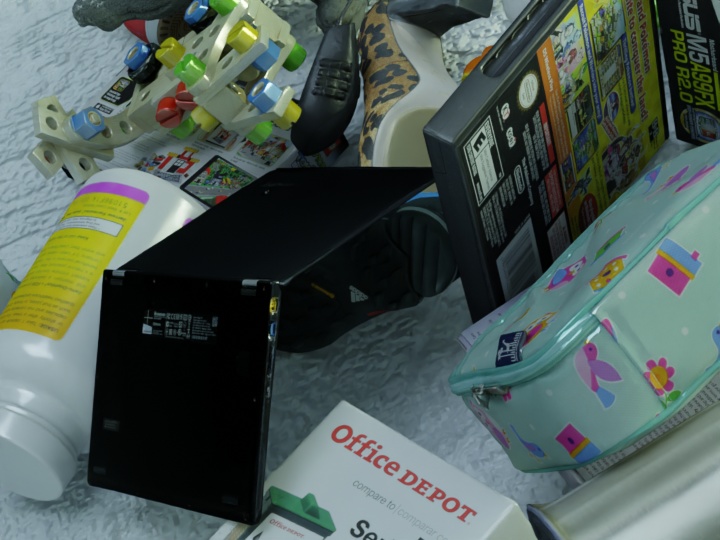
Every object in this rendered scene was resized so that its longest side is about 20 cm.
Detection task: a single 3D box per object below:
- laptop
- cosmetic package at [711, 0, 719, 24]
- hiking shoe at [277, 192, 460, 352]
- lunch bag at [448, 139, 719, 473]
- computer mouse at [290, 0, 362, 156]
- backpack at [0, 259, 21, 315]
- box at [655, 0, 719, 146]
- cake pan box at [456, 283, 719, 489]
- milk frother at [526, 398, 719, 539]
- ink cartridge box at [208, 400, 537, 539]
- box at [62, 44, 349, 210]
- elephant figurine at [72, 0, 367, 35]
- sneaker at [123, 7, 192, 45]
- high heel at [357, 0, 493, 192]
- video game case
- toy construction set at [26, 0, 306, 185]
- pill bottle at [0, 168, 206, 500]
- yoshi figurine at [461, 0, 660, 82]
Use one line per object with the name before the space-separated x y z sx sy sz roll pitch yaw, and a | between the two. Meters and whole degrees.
laptop | -0.056 0.034 1.214 0.187 0.116 0.200 3 88 56
cosmetic package | 0.327 -0.161 1.193 0.167 0.166 0.200 16 60 38
hiking shoe | 0.000 0.000 1.296 0.200 0.074 0.087 -11 11 42
lunch bag | 0.137 0.016 1.082 0.200 0.077 0.160 -42 8 -17
computer mouse | -0.001 -0.162 1.396 0.034 0.059 0.200 17 71 5
backpack | -0.312 0.045 1.376 0.200 0.154 0.191 5 42 36
box | 0.242 -0.193 1.273 0.044 0.160 0.200 19 60 27
cake pan box | 0.174 0.047 1.167 0.184 0.052 0.200 -34 42 -7
milk frother | 0.193 0.113 0.970 0.188 0.200 0.181 -32 55 -5
ink cartridge box | -0.015 0.183 1.114 0.146 0.084 0.200 27 67 43
box | -0.114 -0.085 1.465 0.200 0.035 0.110 24 64 42
elephant figurine | -0.088 -0.242 1.483 0.200 0.142 0.155 15 54 9
sneaker | -0.114 -0.253 1.601 0.112 0.071 0.200 29 69 40
high heel | 0.018 -0.096 1.405 0.143 0.071 0.200 -11 56 61
video game case | 0.110 -0.078 1.211 0.025 0.200 0.181 28 66 28
toy construction set | -0.119 -0.114 1.391 0.200 0.092 0.131 -18 40 26
pill bottle | -0.170 0.040 1.324 0.104 0.104 0.200 6 52 33
yoshi figurine | 0.158 -0.164 1.342 0.112 0.112 0.200 26 63 24
